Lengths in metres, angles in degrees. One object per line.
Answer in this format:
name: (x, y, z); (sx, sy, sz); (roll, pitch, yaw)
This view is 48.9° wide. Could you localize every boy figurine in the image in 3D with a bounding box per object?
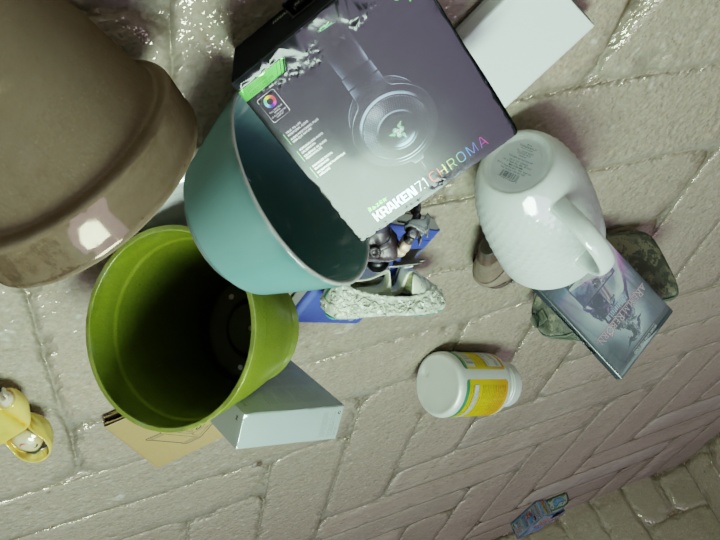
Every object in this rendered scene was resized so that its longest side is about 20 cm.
boy figurine: (-0.454, 0.186, 0.954); (0.123, 0.065, 0.200); (-33, 146, 7)

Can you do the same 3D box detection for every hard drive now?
hard drive: (0.134, -0.215, 0.823); (0.199, 0.027, 0.131); (-41, 146, 25)
hard drive: (0.000, 0.000, 1.050); (0.130, 0.026, 0.201); (4, 138, -41)

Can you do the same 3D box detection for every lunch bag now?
lunch bag: (0.393, 0.037, 1.304); (0.196, 0.142, 0.168); (-11, 158, -26)

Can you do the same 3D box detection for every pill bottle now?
pill bottle: (0.202, 0.205, 1.431); (0.197, 0.114, 0.113); (7, 137, -44)

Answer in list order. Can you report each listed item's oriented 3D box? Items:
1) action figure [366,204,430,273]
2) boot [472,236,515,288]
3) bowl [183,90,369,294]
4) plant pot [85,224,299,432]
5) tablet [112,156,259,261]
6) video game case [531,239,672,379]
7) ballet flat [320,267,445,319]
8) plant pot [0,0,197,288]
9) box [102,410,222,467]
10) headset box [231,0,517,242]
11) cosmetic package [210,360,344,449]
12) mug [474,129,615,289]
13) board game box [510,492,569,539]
action figure: (0.016, -0.066, 0.902); (0.127, 0.070, 0.202); (-8, 139, 0)
boot: (0.245, -0.046, 1.138); (0.197, 0.071, 0.146); (-29, 156, 8)
bowl: (-0.088, -0.060, 0.739); (0.104, 0.205, 0.200); (-26, 152, 26)
plant pot: (-0.162, 0.064, 0.874); (0.199, 0.203, 0.192); (-33, 166, 14)
tablet: (-0.169, -0.065, 0.836); (0.196, 0.014, 0.131); (-17, 149, -15)
video game case: (0.356, 0.038, 1.177); (0.143, 0.200, 0.019); (-44, 180, -19)
ballet flat: (0.040, 0.026, 1.033); (0.197, 0.073, 0.072); (-4, 144, -34)
plant pot: (-0.240, -0.118, 0.553); (0.198, 0.202, 0.176); (-29, 133, 6)
box: (-0.272, 0.228, 1.195); (0.161, 0.022, 0.201); (-24, 149, -4)
headset box: (0.008, -0.161, 0.679); (0.172, 0.093, 0.201); (-33, 120, 13)
cosmetic package: (-0.138, 0.151, 1.011); (0.149, 0.199, 0.053); (7, 106, -40)
mug: (0.227, -0.067, 0.951); (0.147, 0.200, 0.176); (-42, 142, -1)
board game box: (0.660, 0.877, 2.855); (0.196, 0.062, 0.201); (-16, 149, -17)
